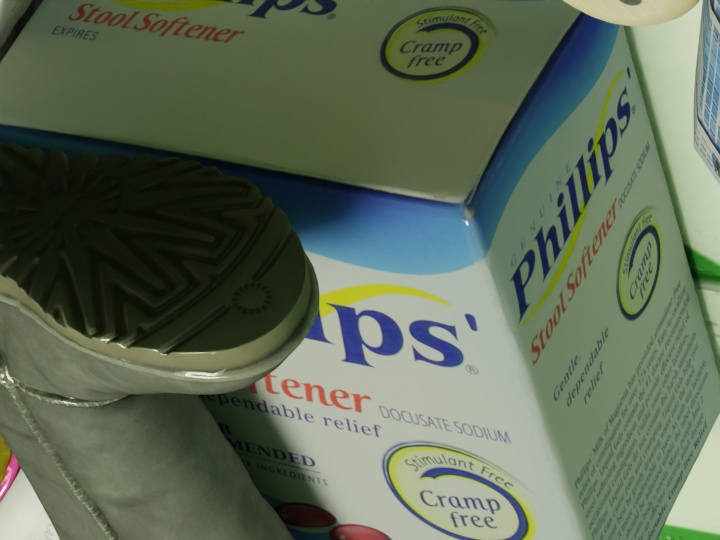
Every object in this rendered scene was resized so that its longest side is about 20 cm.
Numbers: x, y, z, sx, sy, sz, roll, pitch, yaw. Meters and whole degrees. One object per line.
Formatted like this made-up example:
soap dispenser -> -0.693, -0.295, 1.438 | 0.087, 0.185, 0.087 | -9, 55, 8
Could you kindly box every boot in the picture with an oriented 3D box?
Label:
boot -> -0.054, 0.056, 0.852 | 0.181, 0.073, 0.201 | 20, 142, 43

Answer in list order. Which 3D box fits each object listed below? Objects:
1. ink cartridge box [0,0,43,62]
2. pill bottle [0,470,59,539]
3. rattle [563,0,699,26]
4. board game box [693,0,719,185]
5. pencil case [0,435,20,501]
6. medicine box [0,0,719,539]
ink cartridge box -> -0.156, -0.103, 0.915 | 0.115, 0.068, 0.200 | 28, 147, 3
pill bottle -> -0.038, 0.118, 1.077 | 0.199, 0.113, 0.112 | 32, 148, -1
rattle -> 0.039, -0.086, 0.719 | 0.200, 0.143, 0.130 | 42, 128, -7
board game box -> 0.181, -0.041, 0.693 | 0.199, 0.062, 0.200 | 7, 147, 8
pencil case -> -0.192, 0.010, 1.001 | 0.200, 0.088, 0.089 | 53, 162, 34
medicine box -> 0.000, 0.000, 0.895 | 0.181, 0.103, 0.201 | 11, 143, 29
